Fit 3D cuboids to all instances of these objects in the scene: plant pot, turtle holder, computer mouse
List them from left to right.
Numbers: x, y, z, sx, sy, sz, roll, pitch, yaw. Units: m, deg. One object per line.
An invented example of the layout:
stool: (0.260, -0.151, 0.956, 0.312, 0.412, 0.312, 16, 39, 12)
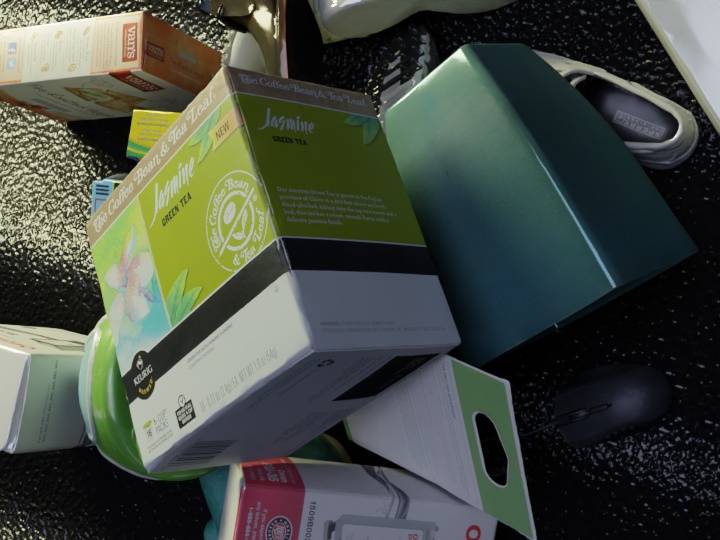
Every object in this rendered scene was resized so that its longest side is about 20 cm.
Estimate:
turtle holder: (-0.168, 0.074, 0.815, 0.131, 0.141, 0.187, -7, 108, 50)
plant pot: (0.116, -0.058, 0.740, 0.141, 0.141, 0.201, -35, 77, 38)
computer mouse: (0.147, 0.121, 0.797, 0.199, 0.034, 0.059, -24, 76, 21)

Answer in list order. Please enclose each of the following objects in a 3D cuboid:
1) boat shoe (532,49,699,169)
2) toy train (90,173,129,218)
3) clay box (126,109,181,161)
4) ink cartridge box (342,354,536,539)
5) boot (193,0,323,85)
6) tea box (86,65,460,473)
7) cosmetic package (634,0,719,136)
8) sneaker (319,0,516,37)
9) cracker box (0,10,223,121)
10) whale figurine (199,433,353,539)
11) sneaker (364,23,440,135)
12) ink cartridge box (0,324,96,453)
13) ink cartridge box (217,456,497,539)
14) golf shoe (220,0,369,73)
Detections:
boat shoe: (0.165, -0.131, 0.798, 0.199, 0.066, 0.072, 28, 96, 24)
toy train: (-0.154, -0.025, 0.911, 0.199, 0.087, 0.115, 8, 99, 25)
clay box: (-0.088, -0.100, 0.882, 0.199, 0.115, 0.048, 9, 88, 25)
ink cartridge box: (0.053, 0.093, 0.735, 0.199, 0.048, 0.146, 18, 133, 43)
boot: (-0.089, -0.207, 0.842, 0.096, 0.075, 0.201, -13, 70, 21)
tea box: (-0.069, 0.006, 0.690, 0.200, 0.133, 0.198, -38, 61, 39)
cosmetic package: (0.289, -0.167, 0.740, 0.112, 0.081, 0.201, -30, 74, 19)
sneaker: (0.059, -0.260, 0.837, 0.198, 0.075, 0.089, -10, 73, 2)
cracker box: (-0.246, -0.186, 0.951, 0.199, 0.134, 0.058, -1, 84, 24)
whale figurine: (-0.097, 0.172, 0.863, 0.200, 0.104, 0.160, 38, 100, 24)
sneaker: (0.051, -0.114, 0.850, 0.066, 0.090, 0.201, -24, 49, 37)
ink cartridge box: (-0.286, 0.101, 0.902, 0.145, 0.200, 0.085, 11, 89, 24)
ink cartridge box: (-0.008, 0.226, 0.765, 0.198, 0.083, 0.148, 9, 94, -14)
golf shoe: (-0.039, -0.230, 0.899, 0.200, 0.078, 0.097, -46, 75, 14)
